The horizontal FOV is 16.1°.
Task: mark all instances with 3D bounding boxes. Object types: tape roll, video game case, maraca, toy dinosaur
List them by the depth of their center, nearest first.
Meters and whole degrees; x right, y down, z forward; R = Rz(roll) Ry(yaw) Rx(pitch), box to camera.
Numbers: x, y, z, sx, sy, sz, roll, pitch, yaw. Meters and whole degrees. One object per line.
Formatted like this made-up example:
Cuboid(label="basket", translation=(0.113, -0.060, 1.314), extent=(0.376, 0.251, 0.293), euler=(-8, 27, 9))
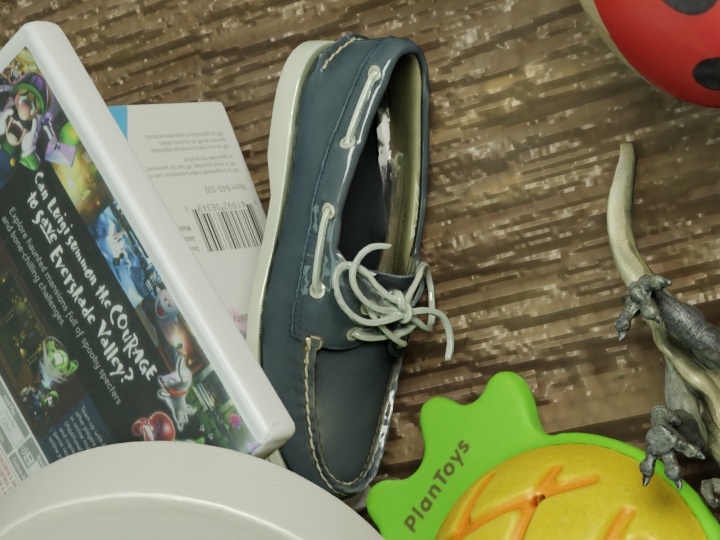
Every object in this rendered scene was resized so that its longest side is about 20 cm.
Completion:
Cuboid(label="toy dinosaur", translation=(0.128, 0.039, 0.982), extent=(0.047, 0.088, 0.201), euler=(-33, 76, 24))
Cuboid(label="tape roll", translation=(-0.068, 0.159, 1.004), extent=(0.202, 0.037, 0.204), euler=(5, 122, 8))
Cuboid(label="maraca", translation=(0.074, 0.125, 1.023), extent=(0.200, 0.107, 0.137), euler=(40, 99, 41))
Cuboid(label="video game case", translation=(-0.135, 0.033, 1.038), extent=(0.182, 0.023, 0.200), euler=(-42, 70, 31))

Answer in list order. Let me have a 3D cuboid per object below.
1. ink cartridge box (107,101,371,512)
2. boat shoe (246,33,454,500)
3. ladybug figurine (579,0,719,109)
Cuboid(label="ink cartridge box", translation=(-0.118, 0.047, 1.131), extent=(0.146, 0.146, 0.201), euler=(-28, 78, 34))
Cuboid(label="boat shoe", translation=(0.000, 0.000, 1.084), extent=(0.062, 0.075, 0.201), euler=(1, 83, 41))
Cuboid(label="ladybug figurine", translation=(0.139, -0.139, 0.917), extent=(0.072, 0.135, 0.201), euler=(-114, 12, -57))
